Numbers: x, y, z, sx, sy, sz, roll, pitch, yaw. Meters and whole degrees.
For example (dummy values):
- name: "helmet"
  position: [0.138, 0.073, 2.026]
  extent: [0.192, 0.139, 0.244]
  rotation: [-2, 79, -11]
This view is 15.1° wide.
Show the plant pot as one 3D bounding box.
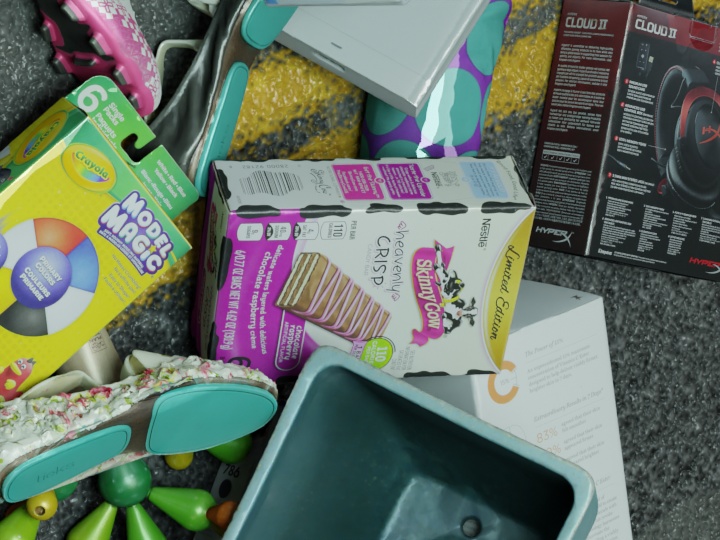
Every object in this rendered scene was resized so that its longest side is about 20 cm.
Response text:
- name: "plant pot"
  position: [0.038, 0.186, 1.704]
  extent: [0.197, 0.195, 0.200]
  rotation: [-64, 163, -3]

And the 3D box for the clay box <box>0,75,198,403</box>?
- name: "clay box"
  position: [-0.191, -0.011, 1.612]
  extent: [0.200, 0.048, 0.115]
  rotation: [-42, 122, -6]

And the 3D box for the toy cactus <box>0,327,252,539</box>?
- name: "toy cactus"
  position: [-0.153, 0.111, 1.674]
  extent: [0.199, 0.102, 0.166]
  rotation: [-21, 100, -25]

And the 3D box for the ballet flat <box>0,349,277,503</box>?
- name: "ballet flat"
  position: [-0.144, 0.081, 1.615]
  extent: [0.199, 0.064, 0.076]
  rotation: [-14, 143, -31]

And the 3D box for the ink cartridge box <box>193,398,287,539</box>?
- name: "ink cartridge box"
  position: [-0.063, 0.189, 1.782]
  extent: [0.099, 0.039, 0.201]
  rotation: [27, 81, -38]

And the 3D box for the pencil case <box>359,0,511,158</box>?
- name: "pencil case"
  position: [0.049, -0.096, 1.797]
  extent: [0.092, 0.085, 0.202]
  rotation: [6, 93, -23]

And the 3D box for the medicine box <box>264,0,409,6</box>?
- name: "medicine box"
  position: [0.009, -0.279, 1.613]
  extent: [0.200, 0.102, 0.183]
  rotation: [-49, 133, -49]

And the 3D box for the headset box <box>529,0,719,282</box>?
- name: "headset box"
  position: [0.205, -0.102, 1.926]
  extent: [0.148, 0.075, 0.202]
  rotation: [9, 91, -39]

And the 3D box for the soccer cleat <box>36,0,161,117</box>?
- name: "soccer cleat"
  position: [-0.166, -0.183, 1.622]
  extent: [0.087, 0.070, 0.200]
  rotation: [-53, 126, -27]

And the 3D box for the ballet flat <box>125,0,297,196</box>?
- name: "ballet flat"
  position: [-0.089, -0.144, 1.686]
  extent: [0.201, 0.068, 0.068]
  rotation: [-64, 165, -6]

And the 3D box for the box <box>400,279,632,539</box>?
- name: "box"
  position: [0.104, 0.122, 1.866]
  extent: [0.124, 0.097, 0.202]
  rotation: [-20, 109, -34]

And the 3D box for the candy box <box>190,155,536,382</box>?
- name: "candy box"
  position: [0.000, 0.000, 1.705]
  extent: [0.198, 0.061, 0.137]
  rotation: [-3, 127, -16]

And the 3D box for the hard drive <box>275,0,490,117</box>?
- name: "hard drive"
  position: [0.031, -0.213, 1.749]
  extent: [0.201, 0.131, 0.026]
  rotation: [-58, 169, -16]
